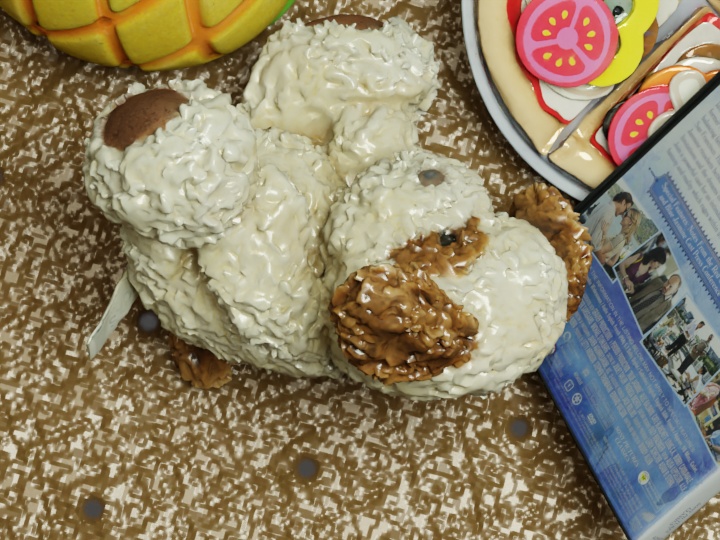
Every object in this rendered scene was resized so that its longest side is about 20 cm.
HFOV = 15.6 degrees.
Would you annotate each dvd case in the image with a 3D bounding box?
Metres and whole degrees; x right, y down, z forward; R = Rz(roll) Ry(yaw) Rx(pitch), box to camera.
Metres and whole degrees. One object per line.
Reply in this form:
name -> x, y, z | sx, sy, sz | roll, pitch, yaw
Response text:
dvd case -> 0.151, -0.004, 1.050 | 0.200, 0.018, 0.143 | -44, 51, 23

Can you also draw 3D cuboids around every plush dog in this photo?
plush dog -> 0.000, 0.000, 1.049 | 0.171, 0.200, 0.161 | 20, 116, 27

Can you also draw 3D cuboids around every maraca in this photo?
maraca -> -0.116, -0.149, 1.085 | 0.199, 0.137, 0.107 | 20, 49, -16

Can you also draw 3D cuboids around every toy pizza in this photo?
toy pizza -> 0.141, -0.114, 1.093 | 0.199, 0.032, 0.201 | -2, 107, -8
